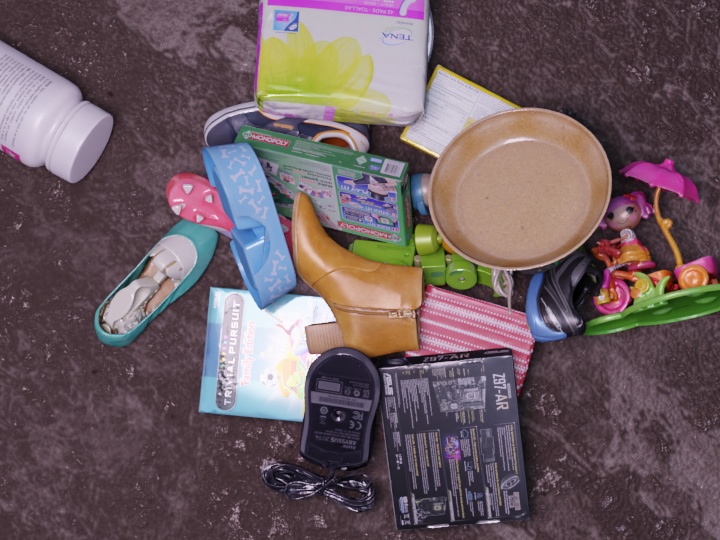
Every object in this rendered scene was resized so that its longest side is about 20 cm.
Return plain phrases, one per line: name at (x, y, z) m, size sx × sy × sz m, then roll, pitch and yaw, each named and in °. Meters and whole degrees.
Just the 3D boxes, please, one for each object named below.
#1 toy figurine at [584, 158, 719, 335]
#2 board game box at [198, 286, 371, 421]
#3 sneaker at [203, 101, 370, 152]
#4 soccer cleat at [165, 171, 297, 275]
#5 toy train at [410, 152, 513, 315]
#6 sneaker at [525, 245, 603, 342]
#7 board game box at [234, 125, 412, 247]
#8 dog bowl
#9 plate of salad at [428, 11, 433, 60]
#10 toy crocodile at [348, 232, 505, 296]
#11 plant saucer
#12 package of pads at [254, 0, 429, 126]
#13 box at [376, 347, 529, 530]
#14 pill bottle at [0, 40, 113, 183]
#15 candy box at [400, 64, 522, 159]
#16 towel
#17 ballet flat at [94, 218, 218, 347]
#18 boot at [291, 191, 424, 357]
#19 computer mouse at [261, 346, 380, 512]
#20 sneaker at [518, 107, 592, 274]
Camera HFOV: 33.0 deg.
toy figurine at (0.336, -0.036, 1.433) m, size 0.200 × 0.150 × 0.185 m, roll -18°, pitch 73°, yaw 25°
board game box at (-0.086, 0.104, 1.460) m, size 0.199 × 0.047 × 0.151 m, roll 5°, pitch 88°, yaw 2°
sneaker at (-0.088, -0.152, 1.444) m, size 0.199 × 0.079 × 0.080 m, roll -4°, pitch 53°, yaw 1°
soccer cleat at (-0.141, -0.061, 1.459) m, size 0.200 × 0.077 × 0.067 m, roll 27°, pitch 108°, yaw -17°
toy train at (0.114, -0.036, 1.398) m, size 0.115 × 0.085 × 0.200 m, roll -7°, pitch 61°, yaw 17°
sneaker at (0.242, -0.002, 1.412) m, size 0.083 × 0.071 × 0.200 m, roll 1°, pitch 54°, yaw 18°
board game box at (-0.040, -0.097, 1.406) m, size 0.200 × 0.135 × 0.029 m, roll 15°, pitch 62°, yaw 13°
dog bowl at (-0.122, -0.053, 1.366) m, size 0.049 × 0.111 × 0.200 m, roll -21°, pitch 117°, yaw -12°
plate of salad at (-0.011, -0.288, 1.473) m, size 0.200 × 0.048 × 0.201 m, roll -1°, pitch 95°, yaw -6°
toy crocodile at (0.081, -0.006, 1.456) m, size 0.199 × 0.062 × 0.068 m, roll 3°, pitch 49°, yaw 4°
plant saucer at (0.175, -0.084, 1.330) m, size 0.200 × 0.035 × 0.201 m, roll -7°, pitch 63°, yaw 13°
package of pads at (-0.021, -0.249, 1.405) m, size 0.199 × 0.068 × 0.155 m, roll 4°, pitch 81°, yaw -6°
box at (0.109, 0.198, 1.424) m, size 0.160 × 0.044 × 0.201 m, roll -7°, pitch 99°, yaw 7°
pill bottle at (-0.404, -0.194, 1.447) m, size 0.200 × 0.113 × 0.114 m, roll 30°, pitch 89°, yaw 3°
candy box at (0.158, -0.158, 1.473) m, size 0.200 × 0.026 × 0.102 m, roll 28°, pitch 88°, yaw 2°
towel at (0.119, 0.129, 1.444) m, size 0.144 × 0.022 × 0.200 m, roll 16°, pitch 101°, yaw 2°
ballet flat at (-0.245, 0.012, 1.456) m, size 0.067 × 0.070 × 0.200 m, roll 41°, pitch 89°, yaw 6°
boot at (0.000, 0.001, 1.402) m, size 0.144 × 0.071 × 0.202 m, roll -7°, pitch 97°, yaw 8°
computer mouse at (-0.031, 0.174, 1.410) m, size 0.138 × 0.053 × 0.200 m, roll 13°, pitch 108°, yaw 2°
sneaker at (0.211, -0.085, 1.404) m, size 0.078 × 0.085 × 0.200 m, roll 25°, pitch 68°, yaw -21°
